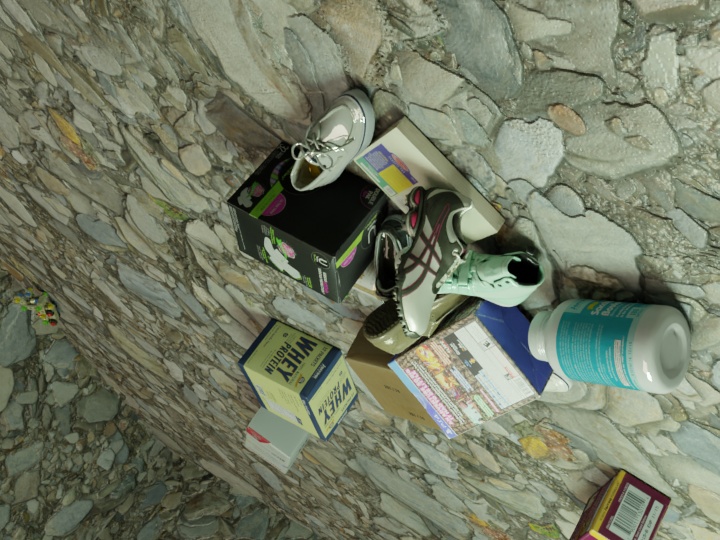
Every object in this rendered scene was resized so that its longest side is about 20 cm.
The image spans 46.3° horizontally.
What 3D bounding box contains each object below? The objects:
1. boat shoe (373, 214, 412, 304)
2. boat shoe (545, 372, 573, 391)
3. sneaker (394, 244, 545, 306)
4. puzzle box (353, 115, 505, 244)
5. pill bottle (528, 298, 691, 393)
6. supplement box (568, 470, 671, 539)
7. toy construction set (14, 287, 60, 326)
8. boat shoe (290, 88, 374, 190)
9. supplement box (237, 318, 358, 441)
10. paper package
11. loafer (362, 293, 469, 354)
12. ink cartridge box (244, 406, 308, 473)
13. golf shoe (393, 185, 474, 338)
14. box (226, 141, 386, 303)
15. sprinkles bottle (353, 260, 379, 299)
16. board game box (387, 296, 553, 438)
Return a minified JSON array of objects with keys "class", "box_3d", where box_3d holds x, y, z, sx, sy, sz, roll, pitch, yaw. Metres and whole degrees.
[{"class":"boat shoe","box_3d":[0.048,0.017,1.289,0.071,0.071,0.202,5,116,31]},{"class":"boat shoe","box_3d":[0.252,0.177,1.377,0.199,0.070,0.071,10,143,44]},{"class":"sneaker","box_3d":[0.153,-0.009,1.149,0.198,0.075,0.118,12,160,-10]},{"class":"puzzle box","box_3d":[0.091,-0.113,1.160,0.200,0.025,0.133,44,153,-13]},{"class":"pill bottle","box_3d":[0.322,0.095,1.114,0.199,0.111,0.111,3,138,48]},{"class":"supplement box","box_3d":[0.458,0.466,1.518,0.103,0.131,0.201,30,154,13]},{"class":"toy construction set","box_3d":[-1.155,0.139,3.030,0.130,0.093,0.200,10,159,0]},{"class":"boat shoe","box_3d":[-0.053,-0.169,1.154,0.075,0.086,0.202,55,147,5]},{"class":"supplement box","box_3d":[-0.137,0.248,1.898,0.198,0.135,0.201,22,150,29]},{"class":"paper package","box_3d":[0.102,0.196,1.557,0.199,0.104,0.191,7,142,44]},{"class":"loafer","box_3d":[0.095,0.053,1.250,0.076,0.199,0.068,57,178,47]},{"class":"ink cartridge box","box_3d":[-0.215,0.435,2.283,0.145,0.145,0.200,33,153,6]},{"class":"golf shoe","box_3d":[0.094,-0.009,1.097,0.087,0.203,0.077,6,179,19]},{"class":"box","box_3d":[-0.077,-0.075,1.289,0.199,0.149,0.125,28,151,20]},{"class":"sprinkles bottle","box_3d":[0.000,0.000,1.407,0.199,0.068,0.069,23,151,25]},{"class":"board game box","box_3d":[0.171,0.141,1.294,0.160,0.097,0.200,50,132,-5]}]
